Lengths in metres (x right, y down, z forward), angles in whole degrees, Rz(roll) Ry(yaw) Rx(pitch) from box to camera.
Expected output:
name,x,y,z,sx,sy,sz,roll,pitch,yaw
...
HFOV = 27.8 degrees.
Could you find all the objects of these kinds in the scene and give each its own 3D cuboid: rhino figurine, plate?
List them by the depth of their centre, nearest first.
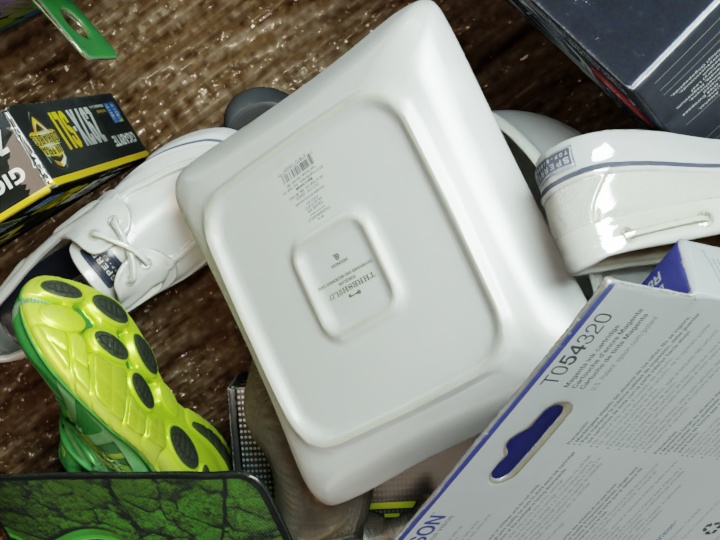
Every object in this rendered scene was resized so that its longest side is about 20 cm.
name,x,y,z,sx,sy,sz,roll,pitch,yaw
plate,0.000,0.000,0.720,0.199,0.032,0.201,-30,82,37
rhino figurine,-0.020,0.086,0.810,0.087,0.060,0.201,-15,93,16

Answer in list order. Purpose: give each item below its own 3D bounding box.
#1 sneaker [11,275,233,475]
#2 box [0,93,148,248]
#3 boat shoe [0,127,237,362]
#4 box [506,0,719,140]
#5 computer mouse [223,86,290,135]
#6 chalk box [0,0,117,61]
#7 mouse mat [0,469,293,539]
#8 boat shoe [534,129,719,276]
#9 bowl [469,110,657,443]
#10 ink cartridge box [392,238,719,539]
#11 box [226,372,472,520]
name,x,y,z,sx,sy,sz,roll,pitch,yaw
sneaker,-0.145,0.087,0.825,0.083,0.074,0.200,-16,130,17
box,-0.210,-0.033,0.777,0.159,0.200,0.049,-32,95,8
boat shoe,-0.138,-0.006,0.830,0.200,0.065,0.074,-39,97,19
box,0.126,-0.153,0.703,0.104,0.182,0.200,-46,62,10
computer mouse,-0.006,-0.028,0.852,0.059,0.034,0.200,-36,102,19
chalk box,-0.196,-0.199,0.785,0.124,0.125,0.201,-25,96,8
mouse mat,-0.115,0.177,0.842,0.199,0.008,0.161,-4,124,28
boat shoe,0.174,-0.020,0.664,0.199,0.071,0.070,1,70,-27
bowl,0.098,0.000,0.768,0.090,0.201,0.202,-18,100,-26
ink cartridge box,0.127,0.070,0.661,0.199,0.043,0.197,11,131,-30
box,0.027,0.153,0.869,0.199,0.048,0.194,-2,101,4
